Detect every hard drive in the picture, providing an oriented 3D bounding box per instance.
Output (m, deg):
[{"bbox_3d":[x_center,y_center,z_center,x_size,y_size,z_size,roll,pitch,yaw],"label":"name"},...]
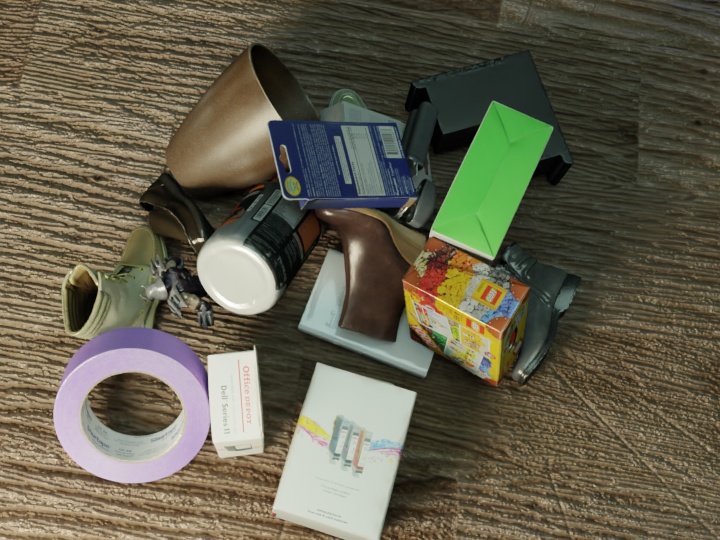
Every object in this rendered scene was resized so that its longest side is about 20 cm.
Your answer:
[{"bbox_3d":[0.023,0.063,1.378,0.199,0.025,0.133,21,72,1],"label":"hard drive"}]

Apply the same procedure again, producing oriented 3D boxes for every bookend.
[{"bbox_3d":[0.198,-0.214,1.452,0.197,0.092,0.201,-17,76,-9],"label":"bookend"}]

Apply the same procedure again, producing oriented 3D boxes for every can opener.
[{"bbox_3d":[0.086,-0.151,1.358,0.067,0.053,0.201,29,58,-21],"label":"can opener"}]

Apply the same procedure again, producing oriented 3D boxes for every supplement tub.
[{"bbox_3d":[-0.129,-0.042,1.272,0.122,0.123,0.200,27,38,3],"label":"supplement tub"}]

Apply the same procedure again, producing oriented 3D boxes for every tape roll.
[{"bbox_3d":[-0.298,0.179,1.228,0.199,0.066,0.201,-3,113,-8],"label":"tape roll"}]

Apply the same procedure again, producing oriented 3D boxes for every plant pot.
[{"bbox_3d":[-0.181,-0.197,1.359,0.199,0.187,0.188,-31,75,18],"label":"plant pot"}]

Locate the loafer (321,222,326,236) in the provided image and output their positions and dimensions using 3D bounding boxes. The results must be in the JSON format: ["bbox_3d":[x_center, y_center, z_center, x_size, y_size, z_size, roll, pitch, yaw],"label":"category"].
[{"bbox_3d":[-0.073,-0.148,1.416,0.071,0.063,0.201,0,72,-7],"label":"loafer"}]

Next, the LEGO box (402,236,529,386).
[{"bbox_3d":[0.143,0.059,1.259,0.148,0.200,0.077,28,70,19],"label":"LEGO box"}]

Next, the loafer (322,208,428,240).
[{"bbox_3d":[0.030,-0.070,1.389,0.199,0.072,0.063,26,35,-17],"label":"loafer"}]

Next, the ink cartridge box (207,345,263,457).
[{"bbox_3d":[-0.164,0.176,1.230,0.067,0.200,0.118,-4,72,-7],"label":"ink cartridge box"}]

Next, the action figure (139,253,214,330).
[{"bbox_3d":[-0.216,0.023,1.311,0.199,0.070,0.131,-8,56,-34],"label":"action figure"}]

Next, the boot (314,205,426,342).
[{"bbox_3d":[0.000,0.000,1.301,0.199,0.072,0.167,23,84,-30],"label":"boot"}]

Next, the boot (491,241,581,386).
[{"bbox_3d":[0.233,0.064,1.388,0.131,0.070,0.201,26,64,10],"label":"boot"}]

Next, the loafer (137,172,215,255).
[{"bbox_3d":[-0.263,-0.068,1.336,0.071,0.073,0.200,-38,40,-8],"label":"loafer"}]

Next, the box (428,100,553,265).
[{"bbox_3d":[0.171,-0.101,1.288,0.096,0.177,0.201,25,78,7],"label":"box"}]

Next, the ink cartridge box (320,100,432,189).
[{"bbox_3d":[0.027,-0.173,1.385,0.199,0.050,0.110,9,71,-49],"label":"ink cartridge box"}]

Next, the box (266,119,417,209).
[{"bbox_3d":[-0.028,-0.143,1.248,0.199,0.032,0.122,-2,67,-29],"label":"box"}]

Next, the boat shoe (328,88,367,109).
[{"bbox_3d":[-0.008,-0.196,1.439,0.071,0.062,0.201,-7,73,-9],"label":"boat shoe"}]

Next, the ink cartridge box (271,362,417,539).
[{"bbox_3d":[-0.023,0.248,1.251,0.144,0.145,0.201,18,70,0],"label":"ink cartridge box"}]

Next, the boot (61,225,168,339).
[{"bbox_3d":[-0.339,0.012,1.285,0.072,0.155,0.201,1,72,19],"label":"boot"}]
